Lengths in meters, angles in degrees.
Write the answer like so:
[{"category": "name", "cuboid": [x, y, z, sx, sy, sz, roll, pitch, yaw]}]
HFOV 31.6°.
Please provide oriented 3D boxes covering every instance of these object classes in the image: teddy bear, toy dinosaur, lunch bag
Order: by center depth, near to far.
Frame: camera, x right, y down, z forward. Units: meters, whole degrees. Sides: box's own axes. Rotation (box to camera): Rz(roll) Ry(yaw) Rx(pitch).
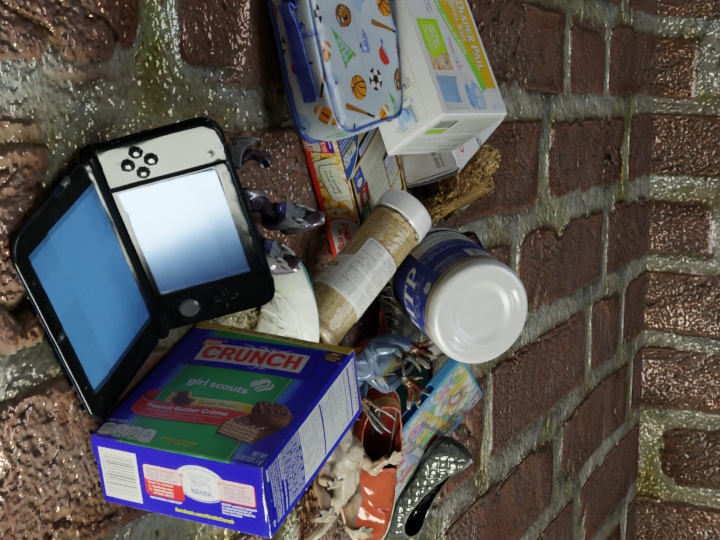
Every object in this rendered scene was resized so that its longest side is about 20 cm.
[{"category": "lunch bag", "cuboid": [-0.030, -0.241, 1.342, 0.160, 0.075, 0.203, -24, 103, -52]}, {"category": "toy dinosaur", "cuboid": [0.004, 0.114, 1.428, 0.180, 0.199, 0.106, 12, 103, -40]}, {"category": "toy dinosaur", "cuboid": [-0.026, 0.224, 1.475, 0.136, 0.085, 0.202, -127, -131, -56]}, {"category": "teddy bear", "cuboid": [0.134, -0.120, 1.744, 0.067, 0.144, 0.200, 58, 19, 7]}]

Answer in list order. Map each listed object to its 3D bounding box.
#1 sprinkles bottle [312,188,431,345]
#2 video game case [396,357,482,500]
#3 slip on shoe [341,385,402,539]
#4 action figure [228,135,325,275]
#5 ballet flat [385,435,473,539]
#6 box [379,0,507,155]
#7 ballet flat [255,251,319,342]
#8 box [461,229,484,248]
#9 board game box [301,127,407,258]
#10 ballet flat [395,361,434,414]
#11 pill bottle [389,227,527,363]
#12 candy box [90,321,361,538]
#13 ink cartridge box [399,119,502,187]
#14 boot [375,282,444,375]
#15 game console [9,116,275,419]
[{"category": "sprinkles bottle", "cuboid": [0.000, 0.000, 1.428, 0.201, 0.068, 0.069, -52, 143, -24]}, {"category": "video game case", "cuboid": [0.079, 0.211, 1.656, 0.200, 0.018, 0.143, -49, 152, -9]}, {"category": "slip on shoe", "cuboid": [0.016, 0.241, 1.545, 0.061, 0.073, 0.203, -133, -131, -73]}, {"category": "action figure", "cuboid": [-0.111, -0.059, 1.232, 0.200, 0.069, 0.132, 33, 68, -61]}, {"category": "ballet flat", "cuboid": [0.086, 0.307, 1.696, 0.066, 0.057, 0.202, -18, 139, -52]}, {"category": "box", "cuboid": [0.068, -0.245, 1.450, 0.112, 0.101, 0.203, -7, 74, -43]}, {"category": "ballet flat", "cuboid": [-0.078, 0.082, 1.348, 0.069, 0.068, 0.203, -48, 138, -55]}, {"category": "box", "cuboid": [0.142, 0.017, 1.708, 0.201, 0.081, 0.050, -110, -174, -62]}, {"category": "board game box", "cuboid": [-0.003, -0.121, 1.501, 0.152, 0.046, 0.202, -62, 147, -44]}, {"category": "ballet flat", "cuboid": [0.066, 0.129, 1.696, 0.071, 0.068, 0.202, 92, 13, -63]}, {"category": "pill bottle", "cuboid": [0.102, 0.018, 1.483, 0.200, 0.118, 0.121, -137, -140, -65]}, {"category": "candy box", "cuboid": [-0.112, 0.134, 1.131, 0.200, 0.167, 0.078, -49, 141, -56]}, {"category": "ink cartridge box", "cuboid": [0.099, -0.215, 1.636, 0.147, 0.084, 0.200, 65, 30, -15]}, {"category": "boot", "cuboid": [0.034, 0.040, 1.601, 0.199, 0.069, 0.177, -22, 100, -46]}, {"category": "game console", "cuboid": [-0.170, 0.001, 1.049, 0.119, 0.168, 0.202, -100, 175, -50]}]
